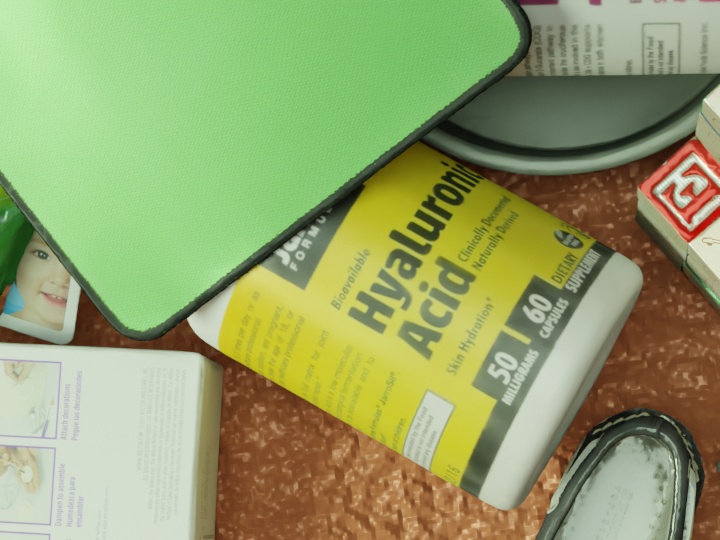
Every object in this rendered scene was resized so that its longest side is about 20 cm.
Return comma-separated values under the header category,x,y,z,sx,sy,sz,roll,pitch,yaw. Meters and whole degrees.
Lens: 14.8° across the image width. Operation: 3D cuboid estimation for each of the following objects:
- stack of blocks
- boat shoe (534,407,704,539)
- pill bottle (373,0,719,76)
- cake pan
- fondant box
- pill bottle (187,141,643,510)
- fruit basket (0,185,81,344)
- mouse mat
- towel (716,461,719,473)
category,x,y,z,sx,sy,sz,roll,pitch,yaw
stack of blocks,0.164,-0.045,1.028,0.115,0.200,0.059,-41,83,0
boat shoe,0.084,0.150,1.088,0.074,0.060,0.200,23,88,6
pill bottle,0.061,-0.130,1.052,0.199,0.113,0.114,-1,85,6
cake pan,0.078,-0.136,1.127,0.200,0.037,0.201,-1,85,5
fondant box,-0.160,0.102,1.119,0.199,0.058,0.145,3,85,5
pill bottle,0.000,0.000,1.085,0.200,0.111,0.112,29,88,8
fruit basket,-0.185,-0.080,1.082,0.185,0.094,0.200,19,125,11
mouse mat,-0.058,-0.088,1.018,0.200,0.008,0.161,-36,94,16
towel,0.261,0.070,1.093,0.200,0.031,0.149,-39,83,1
